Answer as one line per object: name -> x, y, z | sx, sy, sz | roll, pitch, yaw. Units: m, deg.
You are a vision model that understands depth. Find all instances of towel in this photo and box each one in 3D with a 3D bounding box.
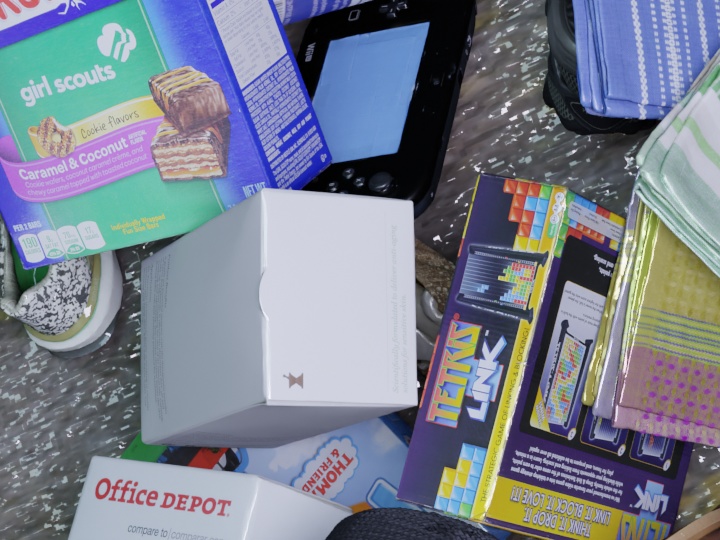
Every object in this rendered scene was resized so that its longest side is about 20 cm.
towel -> 0.227, -0.057, 1.180 | 0.153, 0.200, 0.023 | 43, 142, -7
towel -> 0.189, -0.140, 1.228 | 0.024, 0.200, 0.145 | -25, 66, 55
towel -> 0.208, 0.022, 1.193 | 0.023, 0.200, 0.144 | 5, 83, 63

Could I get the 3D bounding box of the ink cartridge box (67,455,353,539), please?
ink cartridge box -> -0.096, 0.204, 1.240 | 0.146, 0.083, 0.200 | 1, 70, 46

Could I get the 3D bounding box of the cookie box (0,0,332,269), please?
cookie box -> -0.132, -0.118, 1.245 | 0.171, 0.075, 0.200 | -12, 109, 28

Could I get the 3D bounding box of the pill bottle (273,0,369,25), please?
pill bottle -> -0.014, -0.206, 1.321 | 0.200, 0.120, 0.120 | -18, 71, -13

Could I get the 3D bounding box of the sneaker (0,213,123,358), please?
sneaker -> -0.191, -0.051, 1.415 | 0.077, 0.089, 0.201 | -15, 74, 20

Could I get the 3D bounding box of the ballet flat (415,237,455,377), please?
ballet flat -> 0.000, 0.000, 1.329 | 0.200, 0.065, 0.071 | 31, 129, 26

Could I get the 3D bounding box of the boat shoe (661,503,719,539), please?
boat shoe -> 0.177, 0.154, 1.163 | 0.070, 0.200, 0.070 | 53, 128, 13

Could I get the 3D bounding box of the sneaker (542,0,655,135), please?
sneaker -> 0.132, -0.151, 1.306 | 0.076, 0.114, 0.200 | 1, 51, 2

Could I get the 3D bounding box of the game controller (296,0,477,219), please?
game controller -> 0.004, -0.091, 1.315 | 0.104, 0.042, 0.200 | -2, 44, 16

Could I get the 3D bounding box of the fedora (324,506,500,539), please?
fedora -> 0.037, 0.176, 1.119 | 0.200, 0.201, 0.092 | 9, 53, 24

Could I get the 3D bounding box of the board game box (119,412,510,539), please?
board game box -> -0.034, 0.132, 1.325 | 0.200, 0.037, 0.151 | 44, 103, 24

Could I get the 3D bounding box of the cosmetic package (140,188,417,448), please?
cosmetic package -> -0.047, 0.030, 1.217 | 0.200, 0.085, 0.108 | 160, 112, -65

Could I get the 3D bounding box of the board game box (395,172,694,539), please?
board game box -> 0.108, 0.055, 1.204 | 0.057, 0.200, 0.166 | 13, 84, 35
